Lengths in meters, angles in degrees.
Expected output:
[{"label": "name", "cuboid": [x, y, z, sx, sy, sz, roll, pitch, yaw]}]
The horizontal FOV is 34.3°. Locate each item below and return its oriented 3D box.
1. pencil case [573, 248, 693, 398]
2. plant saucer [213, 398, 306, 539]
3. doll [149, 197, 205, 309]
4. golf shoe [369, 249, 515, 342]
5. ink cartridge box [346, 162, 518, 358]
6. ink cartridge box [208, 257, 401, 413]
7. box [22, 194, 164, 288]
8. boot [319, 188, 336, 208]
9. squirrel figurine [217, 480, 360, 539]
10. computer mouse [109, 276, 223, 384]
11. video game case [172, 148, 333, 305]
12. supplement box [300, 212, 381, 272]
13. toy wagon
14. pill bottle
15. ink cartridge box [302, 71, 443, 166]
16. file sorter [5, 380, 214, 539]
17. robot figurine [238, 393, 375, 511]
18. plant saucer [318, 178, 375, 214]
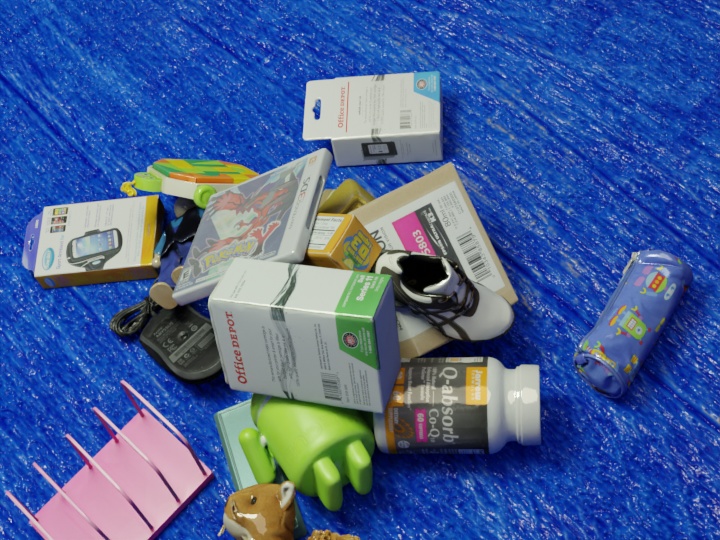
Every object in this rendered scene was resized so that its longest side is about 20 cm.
[{"label": "pencil case", "cuboid": [0.338, 0.059, 1.455, 0.087, 0.078, 0.201, 38, 67, -3]}, {"label": "plant saucer", "cuboid": [-0.128, 0.249, 1.455, 0.069, 0.019, 0.202, -20, 56, -4]}, {"label": "doll", "cuboid": [-0.236, -0.037, 1.576, 0.136, 0.048, 0.201, -33, 31, 19]}, {"label": "golf shoe", "cuboid": [0.106, 0.031, 1.391, 0.198, 0.094, 0.079, 19, 75, -16]}, {"label": "ink cartridge box", "cuboid": [0.083, -0.010, 1.479, 0.163, 0.075, 0.202, -28, 91, -22]}, {"label": "ink cartridge box", "cuboid": [-0.061, 0.073, 1.342, 0.197, 0.148, 0.083, 7, 40, 16]}, {"label": "box", "cuboid": [-0.382, -0.040, 1.669, 0.197, 0.042, 0.120, -6, 58, 8]}, {"label": "boot", "cuboid": [-0.123, -0.048, 1.612, 0.153, 0.072, 0.201, 19, 63, 23]}, {"label": "squirrel figurine", "cuboid": [-0.087, 0.341, 1.330, 0.197, 0.142, 0.189, 9, 57, -3]}, {"label": "computer mouse", "cuboid": [-0.234, 0.089, 1.558, 0.138, 0.053, 0.200, -38, 49, -16]}, {"label": "video game case", "cuboid": [-0.133, -0.055, 1.444, 0.198, 0.023, 0.184, -19, 39, 32]}, {"label": "supplement box", "cuboid": [-0.066, -0.027, 1.423, 0.199, 0.067, 0.069, 9, 58, 50]}, {"label": "toy wagon", "cuboid": [-0.235, -0.123, 1.620, 0.198, 0.040, 0.155, -1, 18, -34]}, {"label": "pill bottle", "cuboid": [0.118, 0.163, 1.408, 0.197, 0.117, 0.118, -2, 57, 9]}, {"label": "ink cartridge box", "cuboid": [0.020, -0.219, 1.694, 0.197, 0.067, 0.117, -2, 58, 8]}, {"label": "file sorter", "cuboid": [-0.307, 0.257, 1.416, 0.138, 0.126, 0.200, 36, 69, 27]}, {"label": "robot figurine", "cuboid": [-0.059, 0.191, 1.417, 0.174, 0.116, 0.200, -27, 53, -18]}, {"label": "plant saucer", "cuboid": [0.000, 0.000, 1.527, 0.199, 0.049, 0.200, 40, 70, 4]}]
